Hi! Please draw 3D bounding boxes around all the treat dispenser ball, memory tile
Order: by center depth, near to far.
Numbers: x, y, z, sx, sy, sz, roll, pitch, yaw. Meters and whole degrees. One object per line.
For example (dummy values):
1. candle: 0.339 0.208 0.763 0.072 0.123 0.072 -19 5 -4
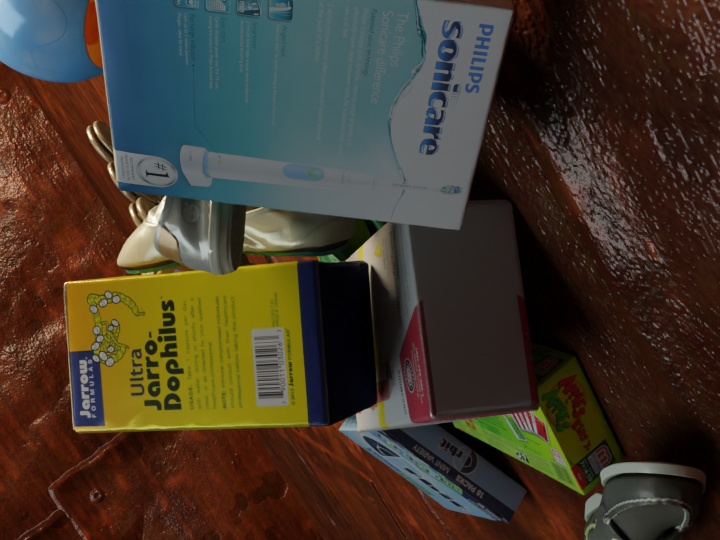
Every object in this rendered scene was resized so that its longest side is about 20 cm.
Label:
1. memory tile: -0.159 -0.046 0.850 0.154 0.017 0.200 55 -171 31
2. treat dispenser ball: -0.304 -0.293 0.961 0.201 0.200 0.202 48 162 21

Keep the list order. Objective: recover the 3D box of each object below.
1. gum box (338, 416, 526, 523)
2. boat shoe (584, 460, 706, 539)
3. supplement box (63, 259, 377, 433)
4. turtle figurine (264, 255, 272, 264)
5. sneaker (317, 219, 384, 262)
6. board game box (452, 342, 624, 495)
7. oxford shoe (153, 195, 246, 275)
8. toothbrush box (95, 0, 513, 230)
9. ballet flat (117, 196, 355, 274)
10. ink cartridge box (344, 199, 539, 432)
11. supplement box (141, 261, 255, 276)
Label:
1. gum box: 0.074 0.211 1.073 0.169 0.045 0.200 37 165 -5
2. boat shoe: 0.199 0.184 0.685 0.071 0.061 0.202 9 155 7
3. supplement box: -0.099 0.054 0.694 0.109 0.197 0.111 -1 -93 -72
4. turtle figurine: -0.126 -0.075 0.846 0.193 0.143 0.202 31 108 35
5. sneaker: 0.000 0.000 0.905 0.083 0.074 0.202 36 155 56
6. board game box: 0.125 0.106 0.809 0.102 0.047 0.199 61 162 -18
7. oxford shoe: -0.101 -0.090 0.622 0.075 0.057 0.202 84 -173 -62
8. toothbrush box: -0.029 -0.110 0.508 0.147 0.197 0.086 97 179 -47
9. ballet flat: -0.096 -0.040 0.679 0.197 0.070 0.070 -5 129 24
10. ink cartridge box: 0.049 0.044 0.726 0.200 0.082 0.147 141 123 -71
11. supplement box: -0.117 0.034 0.942 0.199 0.069 0.067 29 -157 -22
